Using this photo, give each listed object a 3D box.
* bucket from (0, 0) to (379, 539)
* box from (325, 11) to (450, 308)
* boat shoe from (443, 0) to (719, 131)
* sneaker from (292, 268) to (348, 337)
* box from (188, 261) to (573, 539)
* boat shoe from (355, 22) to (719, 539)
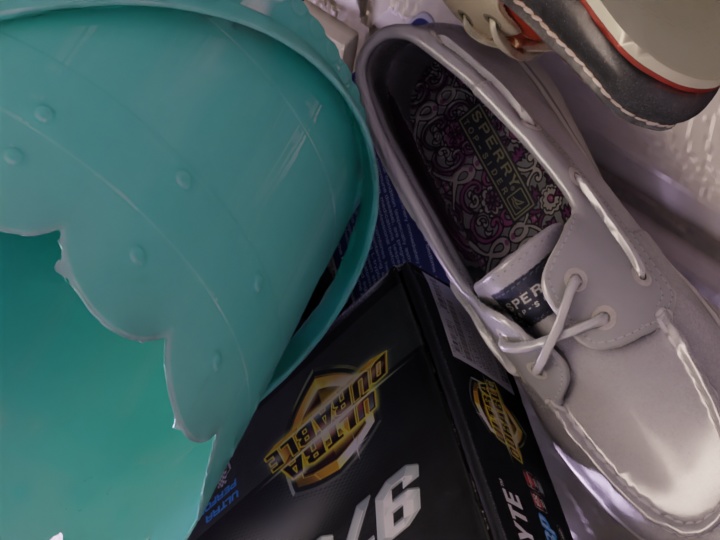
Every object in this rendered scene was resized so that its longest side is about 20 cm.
[{"bbox_3d":[-0.101,-0.019,0.771,0.207,0.207,0.135,-28,26,55],"label":"bucket"},{"bbox_3d":[0.000,0.000,0.909,0.200,0.032,0.122,-35,65,55],"label":"box"},{"bbox_3d":[0.051,-0.101,0.777,0.063,0.071,0.200,-56,42,25],"label":"boat shoe"},{"bbox_3d":[-0.041,0.049,0.890,0.091,0.076,0.201,-10,90,49],"label":"sneaker"},{"bbox_3d":[-0.022,0.118,0.790,0.200,0.046,0.159,-42,41,23],"label":"box"},{"bbox_3d":[0.061,0.004,0.761,0.072,0.068,0.200,-35,67,25],"label":"boat shoe"}]
